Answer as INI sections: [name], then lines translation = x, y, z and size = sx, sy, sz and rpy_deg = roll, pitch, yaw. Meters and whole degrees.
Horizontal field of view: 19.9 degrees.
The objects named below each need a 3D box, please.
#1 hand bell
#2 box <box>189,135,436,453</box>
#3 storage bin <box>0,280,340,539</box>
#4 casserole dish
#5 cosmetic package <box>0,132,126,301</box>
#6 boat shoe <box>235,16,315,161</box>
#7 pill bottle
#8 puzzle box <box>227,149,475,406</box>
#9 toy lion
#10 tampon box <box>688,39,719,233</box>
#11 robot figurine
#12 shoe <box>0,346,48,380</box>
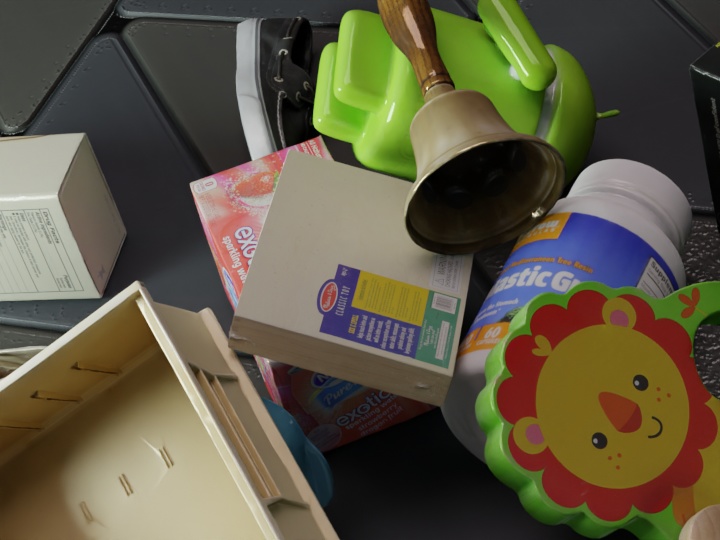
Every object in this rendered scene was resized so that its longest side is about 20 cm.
[hand bell]
translation = 0.045, -0.119, 1.286
size = 0.104, 0.104, 0.201
rpy_deg = -20, 55, -3
[box]
translation = -0.032, 0.014, 1.353
size = 0.102, 0.095, 0.200
rpy_deg = -20, 41, -6
[storage bin]
translation = -0.136, 0.148, 1.148
size = 0.200, 0.094, 0.199
rpy_deg = -35, 73, 13
[casserole dish]
translation = -0.114, 0.125, 1.240
size = 0.199, 0.122, 0.039
rpy_deg = 5, 37, 23
[cosmetic package]
translation = -0.284, -0.036, 1.490
size = 0.199, 0.104, 0.073
rpy_deg = -2, 43, 16
[boat shoe]
translation = -0.060, -0.132, 1.544
size = 0.056, 0.069, 0.200
rpy_deg = -13, 40, 5
[pill bottle]
translation = 0.135, 0.026, 1.271
size = 0.112, 0.112, 0.200
rpy_deg = 8, 48, 27
[puzzle box]
translation = 0.000, 0.000, 1.250
size = 0.132, 0.026, 0.200
rpy_deg = 16, 33, -1
[toy lion]
translation = 0.171, 0.078, 1.160
size = 0.192, 0.069, 0.200
rpy_deg = 45, 63, 4
[tampon box]
translation = 0.328, -0.074, 1.281
size = 0.126, 0.150, 0.200
rpy_deg = -39, 46, -21
[robot figurine]
translation = 0.071, -0.111, 1.395
size = 0.199, 0.176, 0.116
rpy_deg = 14, 59, -14
[shoe]
translation = -0.286, 0.077, 1.405
size = 0.199, 0.054, 0.070
rpy_deg = -2, 44, 17
